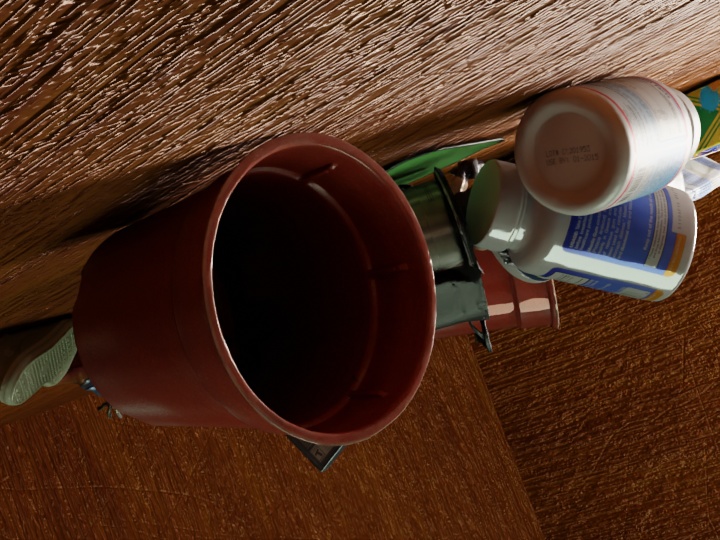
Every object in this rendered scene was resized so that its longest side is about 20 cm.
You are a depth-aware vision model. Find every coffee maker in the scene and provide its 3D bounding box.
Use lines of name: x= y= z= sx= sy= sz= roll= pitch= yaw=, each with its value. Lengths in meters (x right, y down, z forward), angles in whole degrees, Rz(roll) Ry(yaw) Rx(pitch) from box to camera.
coffee maker: x=0.013 y=0.025 z=1.501 sx=0.198 sy=0.194 sz=0.135 roll=-19 pitch=-167 yaw=-1

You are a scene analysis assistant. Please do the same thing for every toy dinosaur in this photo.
toy dinosaur: x=-0.303 y=0.092 z=1.812 sx=0.180 sy=0.106 sz=0.200 roll=-11 pitch=157 yaw=4

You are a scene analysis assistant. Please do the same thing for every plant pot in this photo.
plant pot: x=-0.086 y=0.025 z=1.086 sx=0.200 sy=0.203 sz=0.194 roll=-18 pitch=-176 yaw=-44
plant pot: x=0.141 y=0.000 z=2.072 sx=0.193 sy=0.203 sz=0.201 roll=-14 pitch=177 yaw=1

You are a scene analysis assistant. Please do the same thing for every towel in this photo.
towel: x=0.355 y=-0.125 z=1.953 sx=0.199 sy=0.146 sz=0.024 roll=-26 pitch=140 yaw=-49

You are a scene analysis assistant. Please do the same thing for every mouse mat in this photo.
mouse mat: x=0.025 y=-0.085 z=1.502 sx=0.199 sy=0.008 sz=0.161 roll=-24 pitch=176 yaw=31

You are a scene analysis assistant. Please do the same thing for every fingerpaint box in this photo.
fingerpaint box: x=0.454 y=-0.193 z=1.919 sx=0.199 sy=0.074 sz=0.166 roll=-19 pitch=177 yaw=-41

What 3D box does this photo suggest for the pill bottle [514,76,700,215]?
pill bottle: x=0.225 y=-0.114 z=1.396 sx=0.108 sy=0.110 sz=0.199 roll=-23 pitch=176 yaw=34

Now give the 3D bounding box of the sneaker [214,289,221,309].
sneaker: x=-0.096 y=-0.008 z=1.400 sx=0.199 sy=0.074 sz=0.080 roll=-22 pitch=179 yaw=12

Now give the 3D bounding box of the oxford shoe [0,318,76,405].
oxford shoe: x=-0.332 y=0.084 z=1.602 sx=0.057 sy=0.076 sz=0.200 roll=20 pitch=-166 yaw=8

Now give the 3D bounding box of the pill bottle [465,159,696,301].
pill bottle: x=0.205 y=-0.044 z=1.494 sx=0.198 sy=0.113 sz=0.112 roll=13 pitch=166 yaw=-16

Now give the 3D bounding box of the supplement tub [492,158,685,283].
supplement tub: x=0.247 y=-0.081 z=1.780 sx=0.199 sy=0.146 sz=0.145 roll=-24 pitch=176 yaw=39

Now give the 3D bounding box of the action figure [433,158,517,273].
action figure: x=0.153 y=-0.073 z=1.585 sx=0.199 sy=0.131 sz=0.069 roll=-31 pitch=164 yaw=16

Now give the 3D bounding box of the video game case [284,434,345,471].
video game case: x=-0.066 y=0.085 z=1.618 sx=0.143 sy=0.200 sz=0.019 roll=-52 pitch=163 yaw=22
